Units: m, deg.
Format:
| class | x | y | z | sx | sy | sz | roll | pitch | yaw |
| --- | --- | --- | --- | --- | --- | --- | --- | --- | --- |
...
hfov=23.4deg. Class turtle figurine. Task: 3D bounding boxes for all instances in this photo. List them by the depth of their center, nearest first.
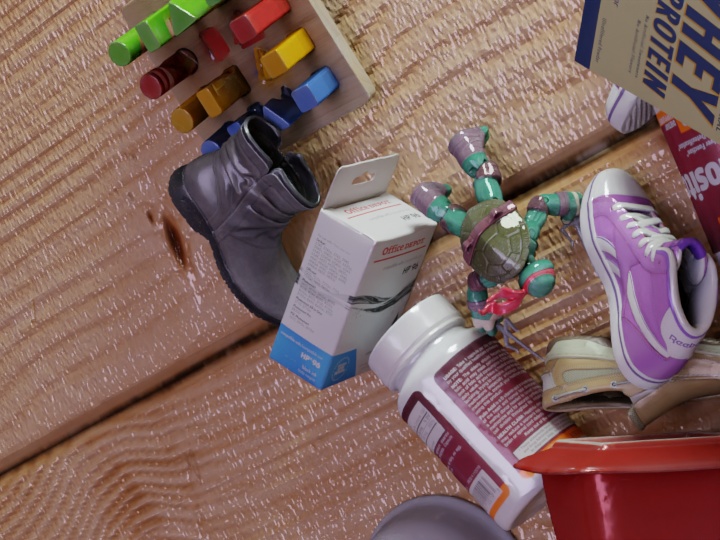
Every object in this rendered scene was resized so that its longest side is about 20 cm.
| class | x | y | z | sx | sy | sz | roll | pitch | yaw |
| --- | --- | --- | --- | --- | --- | --- | --- | --- | --- |
| turtle figurine | 0.130 | -0.028 | 1.534 | 0.150 | 0.101 | 0.201 | -42 | 59 | 8 |

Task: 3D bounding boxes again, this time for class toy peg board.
| class | x | y | z | sx | sy | sz | roll | pitch | yaw |
| --- | --- | --- | --- | --- | --- | --- | --- | --- | --- |
| toy peg board | -0.127 | -0.193 | 1.640 | 0.199 | 0.098 | 0.200 | -25 | 103 | 37 |

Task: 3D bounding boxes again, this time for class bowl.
| class | x | y | z | sx | sy | sz | roll | pitch | yaw |
| --- | --- | --- | --- | --- | --- | --- | --- | --- | --- |
| bowl | 0.065 | 0.322 | 1.657 | 0.199 | 0.090 | 0.204 | 7 | 102 | 32 |

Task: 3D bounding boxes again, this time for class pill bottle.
| class | x | y | z | sx | sy | sz | roll | pitch | yaw |
| --- | --- | --- | --- | --- | --- | --- | --- | --- | --- |
| pill bottle | 0.322 | -0.069 | 1.397 | 0.112 | 0.113 | 0.202 | -25 | 85 | 34 |
| pill bottle | 0.106 | 0.126 | 1.577 | 0.200 | 0.114 | 0.114 | 47 | 120 | 17 |

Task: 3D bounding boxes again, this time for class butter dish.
| class | x | y | z | sx | sy | sz | roll | pitch | yaw |
| --- | --- | --- | --- | --- | --- | --- | --- | --- | --- |
| butter dish | 0.239 | 0.209 | 1.407 | 0.197 | 0.200 | 0.150 | -2 | 86 | -11 |

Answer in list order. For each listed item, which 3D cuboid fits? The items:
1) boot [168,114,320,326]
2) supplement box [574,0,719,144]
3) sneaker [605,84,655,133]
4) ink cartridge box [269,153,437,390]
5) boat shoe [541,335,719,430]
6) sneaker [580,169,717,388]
| class | x | y | z | sx | sy | sz | roll | pitch | yaw |
| --- | --- | --- | --- | --- | --- | --- | --- | --- | --- |
| boot | -0.084 | -0.041 | 1.658 | 0.131 | 0.070 | 0.200 | -26 | 113 | 37 |
| supplement box | 0.302 | -0.198 | 1.276 | 0.199 | 0.199 | 0.135 | 36 | 135 | 36 |
| sneaker | 0.237 | -0.223 | 1.455 | 0.114 | 0.072 | 0.202 | 34 | 105 | 27 |
| ink cartridge box | 0.000 | 0.000 | 1.621 | 0.067 | 0.116 | 0.202 | 31 | 115 | 24 |
| boat shoe | 0.248 | 0.102 | 1.489 | 0.198 | 0.072 | 0.077 | -3 | 60 | 34 |
| sneaker | 0.246 | -0.017 | 1.429 | 0.115 | 0.072 | 0.202 | 120 | 144 | -52 |
